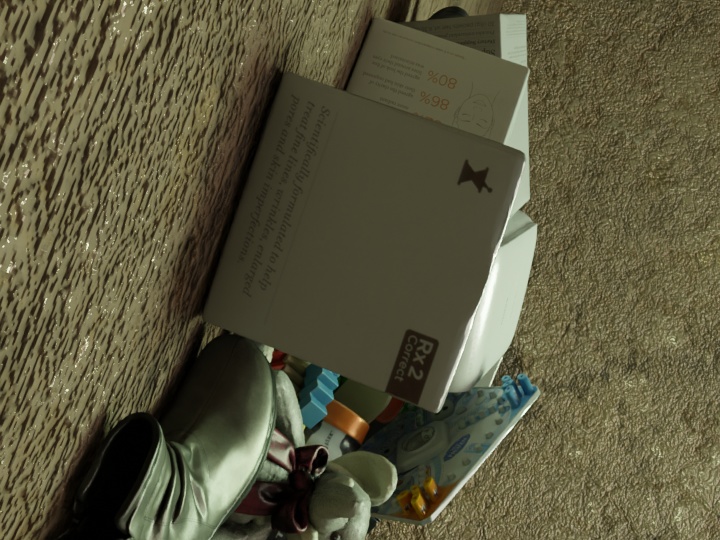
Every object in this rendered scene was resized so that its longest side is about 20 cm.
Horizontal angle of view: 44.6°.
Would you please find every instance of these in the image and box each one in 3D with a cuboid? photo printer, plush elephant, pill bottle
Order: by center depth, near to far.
[{"bbox_3d":[-0.055,0.174,0.677,0.201,0.152,0.167,98,13,-61],"label":"plush elephant"},{"bbox_3d":[-0.067,0.218,0.835,0.203,0.105,0.106,-60,172,-15],"label":"pill bottle"},{"bbox_3d":[0.123,0.029,0.928,0.199,0.068,0.170,-24,128,-64],"label":"photo printer"}]

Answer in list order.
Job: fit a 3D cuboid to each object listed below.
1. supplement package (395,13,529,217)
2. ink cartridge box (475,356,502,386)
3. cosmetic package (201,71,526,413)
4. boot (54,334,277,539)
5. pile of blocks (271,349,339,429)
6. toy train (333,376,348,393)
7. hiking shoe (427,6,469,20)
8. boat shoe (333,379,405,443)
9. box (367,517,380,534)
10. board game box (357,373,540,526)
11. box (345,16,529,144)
[{"bbox_3d":[0.110,-0.163,0.934,0.120,0.118,0.205,-34,122,-63],"label":"supplement package"},{"bbox_3d":[0.106,0.189,1.084,0.204,0.066,0.116,-65,169,-4],"label":"ink cartridge box"},{"bbox_3d":[0.009,-0.018,0.624,0.200,0.162,0.168,14,96,-85],"label":"cosmetic package"},{"bbox_3d":[-0.103,0.108,0.491,0.132,0.066,0.203,87,21,-61],"label":"boot"},{"bbox_3d":[-0.053,0.079,0.807,0.081,0.062,0.203,-15,-136,43],"label":"pile of blocks"},{"bbox_3d":[-0.023,0.116,0.969,0.057,0.041,0.201,-59,139,-22],"label":"toy train"},{"bbox_3d":[0.086,-0.259,1.100,0.201,0.074,0.102,116,-10,-50],"label":"hiking shoe"},{"bbox_3d":[-0.032,0.172,0.934,0.199,0.072,0.062,-39,155,14],"label":"boat shoe"},{"bbox_3d":[-0.055,0.299,1.076,0.200,0.086,0.164,-47,-179,16],"label":"box"},{"bbox_3d":[0.060,0.176,0.914,0.199,0.026,0.198,-41,-163,-33],"label":"board game box"},{"bbox_3d":[0.048,-0.096,0.798,0.106,0.149,0.204,77,34,-76],"label":"box"}]
